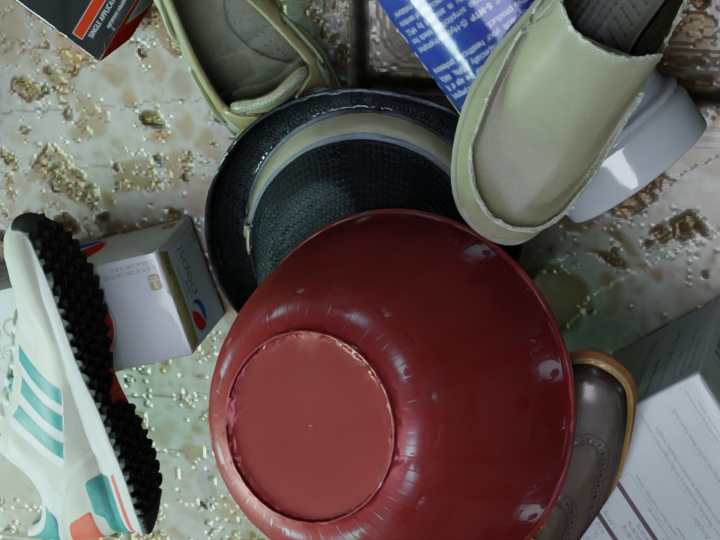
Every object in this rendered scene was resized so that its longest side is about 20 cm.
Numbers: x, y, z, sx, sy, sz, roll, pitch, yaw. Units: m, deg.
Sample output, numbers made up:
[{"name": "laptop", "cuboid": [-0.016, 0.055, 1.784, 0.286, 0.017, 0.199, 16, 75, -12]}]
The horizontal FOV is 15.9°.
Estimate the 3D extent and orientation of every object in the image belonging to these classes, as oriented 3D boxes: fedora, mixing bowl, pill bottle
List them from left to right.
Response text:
[{"name": "mixing bowl", "cuboid": [-0.001, 0.072, 1.302, 0.199, 0.108, 0.202, 2, 95, 26]}, {"name": "fedora", "cuboid": [0.000, 0.000, 1.424, 0.199, 0.092, 0.201, 2, 132, 2]}, {"name": "pill bottle", "cuboid": [0.090, -0.131, 1.365, 0.119, 0.120, 0.200, -33, 98, 24]}]

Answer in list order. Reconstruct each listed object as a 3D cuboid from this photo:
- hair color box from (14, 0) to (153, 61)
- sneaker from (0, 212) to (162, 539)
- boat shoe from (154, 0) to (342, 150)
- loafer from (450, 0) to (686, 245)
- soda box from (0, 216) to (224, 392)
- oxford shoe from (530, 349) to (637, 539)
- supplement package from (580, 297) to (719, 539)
[{"name": "hair color box", "cuboid": [-0.194, -0.219, 1.446, 0.200, 0.061, 0.102, 35, 115, 1]}, {"name": "sneaker", "cuboid": [-0.185, 0.068, 1.476, 0.093, 0.070, 0.201, -13, 109, 14]}, {"name": "boat shoe", "cuboid": [-0.063, -0.118, 1.413, 0.073, 0.063, 0.201, -24, 125, 7]}, {"name": "loafer", "cuboid": [0.107, -0.104, 1.274, 0.075, 0.068, 0.201, 26, 95, -6]}, {"name": "soda box", "cuboid": [-0.187, 0.029, 1.537, 0.199, 0.064, 0.068, -14, 106, 20]}, {"name": "oxford shoe", "cuboid": [0.089, 0.133, 1.362, 0.071, 0.073, 0.201, 24, 118, 0]}, {"name": "supplement package", "cuboid": [0.141, 0.122, 1.449, 0.199, 0.114, 0.110, -30, 101, 24]}]
